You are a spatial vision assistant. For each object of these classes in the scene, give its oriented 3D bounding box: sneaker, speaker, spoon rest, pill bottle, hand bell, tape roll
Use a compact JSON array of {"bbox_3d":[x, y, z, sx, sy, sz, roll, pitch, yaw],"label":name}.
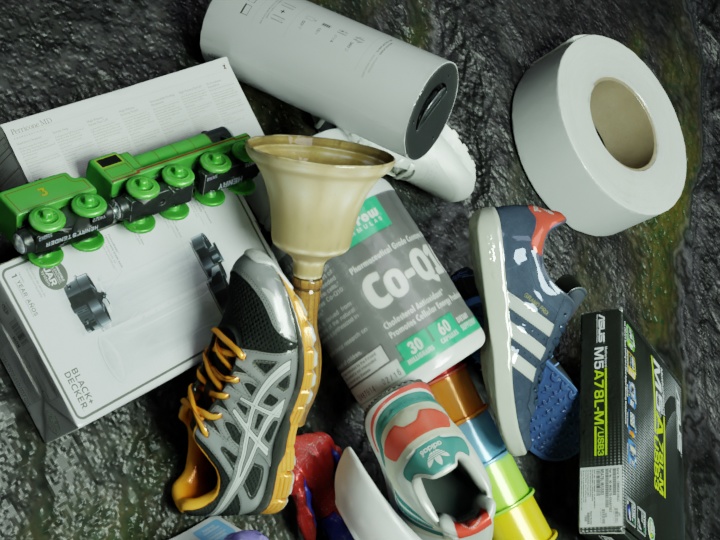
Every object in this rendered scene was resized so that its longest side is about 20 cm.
[{"bbox_3d":[0.064,0.173,0.761,0.070,0.094,0.201,-28,131,-7],"label":"sneaker"},{"bbox_3d":[0.014,-0.119,0.910,0.199,0.076,0.081,40,61,-10],"label":"sneaker"},{"bbox_3d":[0.139,0.080,0.922,0.201,0.070,0.078,55,12,-27],"label":"sneaker"},{"bbox_3d":[-0.025,-0.160,0.811,0.198,0.082,0.081,27,47,21],"label":"speaker"},{"bbox_3d":[-0.081,0.084,0.693,0.076,0.078,0.203,-8,115,-32],"label":"sneaker"},{"bbox_3d":[0.042,0.209,0.724,0.060,0.099,0.202,-28,93,-6],"label":"spoon rest"},{"bbox_3d":[0.137,0.047,0.816,0.083,0.075,0.203,-7,104,-2],"label":"sneaker"},{"bbox_3d":[0.000,0.000,0.809,0.113,0.113,0.201,-28,82,-41],"label":"pill bottle"},{"bbox_3d":[-0.039,0.014,0.729,0.103,0.104,0.203,-6,111,-39],"label":"hand bell"},{"bbox_3d":[0.252,-0.142,1.096,0.201,0.071,0.205,15,64,-33],"label":"tape roll"}]

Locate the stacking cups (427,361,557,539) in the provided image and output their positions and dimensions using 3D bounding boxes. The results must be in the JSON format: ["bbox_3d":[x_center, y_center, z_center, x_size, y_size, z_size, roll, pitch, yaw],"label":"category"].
[{"bbox_3d":[0.091,0.144,0.869,0.060,0.060,0.202,-26,86,-41],"label":"stacking cups"}]

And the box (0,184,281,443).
[{"bbox_3d":[-0.151,0.020,0.725,0.199,0.060,0.118,-31,92,-41],"label":"box"}]

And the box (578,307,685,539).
[{"bbox_3d":[0.249,0.164,0.944,0.193,0.047,0.202,40,49,-46],"label":"box"}]

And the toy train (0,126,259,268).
[{"bbox_3d":[-0.148,-0.056,0.697,0.056,0.042,0.199,40,44,26],"label":"toy train"}]

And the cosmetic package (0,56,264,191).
[{"bbox_3d":[-0.165,-0.088,0.762,0.199,0.050,0.083,-27,94,-41],"label":"cosmetic package"}]

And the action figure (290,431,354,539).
[{"bbox_3d":[-0.013,0.189,0.773,0.201,0.051,0.065,56,45,-7],"label":"action figure"}]

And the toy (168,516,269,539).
[{"bbox_3d":[-0.043,0.202,0.645,0.198,0.048,0.115,26,19,24],"label":"toy"}]
